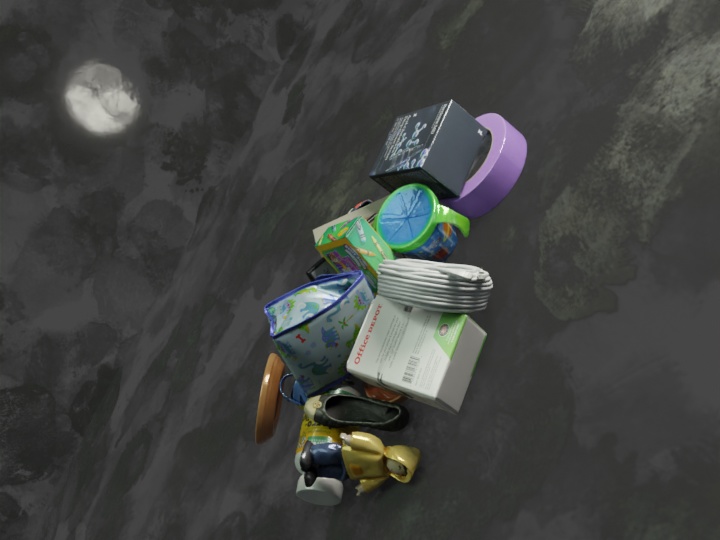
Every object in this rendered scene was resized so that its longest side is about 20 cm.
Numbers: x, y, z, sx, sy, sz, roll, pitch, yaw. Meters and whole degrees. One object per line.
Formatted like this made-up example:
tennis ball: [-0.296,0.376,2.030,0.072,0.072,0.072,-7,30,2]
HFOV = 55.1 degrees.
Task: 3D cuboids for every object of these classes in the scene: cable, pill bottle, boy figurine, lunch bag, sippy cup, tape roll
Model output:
cable: [0.126,0.023,1.176,0.197,0.200,0.071,7,95,21]
pill bottle: [-0.061,0.321,1.279,0.112,0.112,0.202,-31,38,43]
boy figurine: [0.003,0.325,1.151,0.196,0.126,0.065,-2,25,13]
lunch bag: [-0.054,0.106,1.276,0.198,0.171,0.128,-26,36,1]
sippy cup: [0.118,-0.077,1.331,0.140,0.130,0.178,-51,46,5]
tape roll: [0.231,-0.205,1.358,0.200,0.065,0.202,-42,31,33]

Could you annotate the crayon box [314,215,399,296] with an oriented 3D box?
crayon box: [0.018,-0.003,1.313,0.118,0.200,0.058,-12,35,56]

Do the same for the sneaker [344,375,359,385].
sneaker: [-0.035,0.176,1.452,0.080,0.078,0.199,-43,29,-11]

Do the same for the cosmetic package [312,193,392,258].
cosmetic package: [0.009,-0.069,1.475,0.197,0.104,0.088,-25,31,4]

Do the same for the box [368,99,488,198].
box: [0.130,-0.230,1.368,0.199,0.106,0.150,3,64,60]

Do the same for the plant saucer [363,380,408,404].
plant saucer: [0.078,0.159,1.291,0.200,0.032,0.202,-41,33,33]

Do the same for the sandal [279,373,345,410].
sandal: [-0.107,0.255,1.460,0.199,0.087,0.080,-18,45,51]

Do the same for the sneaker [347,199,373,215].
sneaker: [-0.004,-0.090,1.639,0.084,0.074,0.202,-40,32,42]

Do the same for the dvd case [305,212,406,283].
dvd case: [0.000,0.000,1.388,0.199,0.144,0.017,-41,20,-21]

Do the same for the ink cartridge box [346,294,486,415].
ink cartridge box: [0.092,0.138,1.167,0.198,0.084,0.147,11,72,42]

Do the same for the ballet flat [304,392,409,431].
ballet flat: [-0.008,0.244,1.220,0.196,0.057,0.067,1,55,18]

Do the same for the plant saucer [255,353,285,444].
plant saucer: [-0.199,0.290,1.551,0.200,0.037,0.204,9,-90,-90]
